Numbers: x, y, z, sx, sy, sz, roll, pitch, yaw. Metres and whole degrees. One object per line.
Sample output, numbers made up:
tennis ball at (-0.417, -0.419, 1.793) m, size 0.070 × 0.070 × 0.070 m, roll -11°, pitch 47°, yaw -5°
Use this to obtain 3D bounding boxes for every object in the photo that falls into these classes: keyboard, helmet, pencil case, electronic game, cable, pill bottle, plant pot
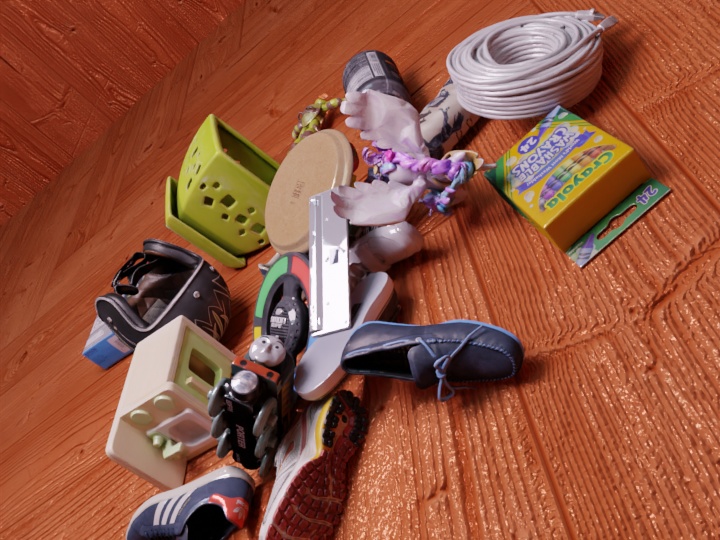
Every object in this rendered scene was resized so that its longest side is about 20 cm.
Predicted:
keyboard at (-0.039, -0.015, 0.910) m, size 0.056 × 0.011 × 0.201 m, roll -14°, pitch 61°, yaw 22°
helmet at (-0.304, 0.060, 1.182) m, size 0.190 × 0.200 × 0.200 m, roll 24°, pitch 67°, yaw 11°
pencil case at (0.124, -0.228, 1.091) m, size 0.200 × 0.078 × 0.089 m, roll -49°, pitch 32°, yaw -3°
electronic game at (-0.096, 0.075, 0.980) m, size 0.200 × 0.041 × 0.201 m, roll -14°, pitch 73°, yaw 56°
cable at (0.218, -0.274, 0.971) m, size 0.199 × 0.069 × 0.200 m, roll 16°, pitch 50°, yaw 36°
pill bottle at (0.030, -0.298, 1.261) m, size 0.106 × 0.106 × 0.200 m, roll -37°, pitch 33°, yaw 17°
plant pot at (-0.244, -0.134, 1.332) m, size 0.182 × 0.200 × 0.199 m, roll -45°, pitch 31°, yaw 14°

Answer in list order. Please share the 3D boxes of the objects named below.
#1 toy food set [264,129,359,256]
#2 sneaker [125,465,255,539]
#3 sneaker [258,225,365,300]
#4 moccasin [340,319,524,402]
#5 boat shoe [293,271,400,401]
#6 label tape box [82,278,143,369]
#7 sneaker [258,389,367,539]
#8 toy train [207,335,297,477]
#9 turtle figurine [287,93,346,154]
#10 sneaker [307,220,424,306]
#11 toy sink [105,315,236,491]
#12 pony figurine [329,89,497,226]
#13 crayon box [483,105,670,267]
toy food set at (-0.072, -0.105, 1.039) m, size 0.200 × 0.049 × 0.199 m, roll -3°, pitch 70°, yaw 51°
sneaker at (-0.217, 0.317, 0.896) m, size 0.200 × 0.075 × 0.085 m, roll -35°, pitch 29°, yaw 20°
sneaker at (-0.073, -0.045, 1.115) m, size 0.200 × 0.090 × 0.067 m, roll -50°, pitch 30°, yaw -5°
moccasin at (0.071, 0.099, 0.766) m, size 0.199 × 0.081 × 0.068 m, roll -5°, pitch 28°, yaw 33°
boat shoe at (-0.007, 0.090, 0.888) m, size 0.070 × 0.066 × 0.200 m, roll -8°, pitch 37°, yaw 38°
label tape box at (-0.472, 0.083, 1.484) m, size 0.143 × 0.066 × 0.200 m, roll -32°, pitch 36°, yaw 24°
sneaker at (-0.059, 0.229, 0.815) m, size 0.082 × 0.078 × 0.200 m, roll -21°, pitch 30°, yaw 42°
toy train at (-0.121, 0.160, 0.865) m, size 0.085 × 0.200 × 0.114 m, roll 19°, pitch 52°, yaw 12°
turtle figurine at (-0.086, -0.296, 1.439) m, size 0.200 × 0.064 × 0.162 m, roll -20°, pitch 41°, yaw 38°
sneaker at (0.000, 0.000, 0.995) m, size 0.200 × 0.075 × 0.115 m, roll -12°, pitch 46°, yaw 50°
toy sink at (-0.255, 0.188, 1.038) m, size 0.112 × 0.130 × 0.200 m, roll -31°, pitch 34°, yaw 24°
pony figurine at (0.061, -0.129, 0.931) m, size 0.200 × 0.192 × 0.167 m, roll 148°, pitch 128°, yaw -86°
crayon box at (0.238, -0.104, 0.838) m, size 0.126 × 0.052 × 0.200 m, roll -42°, pitch 32°, yaw 8°
